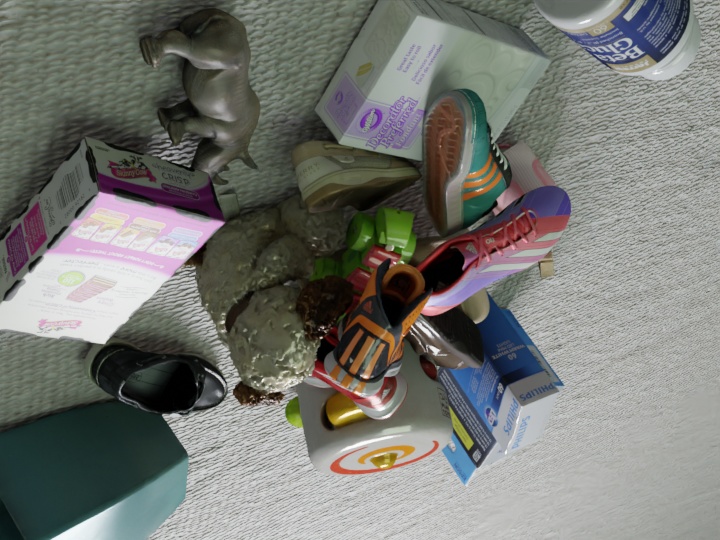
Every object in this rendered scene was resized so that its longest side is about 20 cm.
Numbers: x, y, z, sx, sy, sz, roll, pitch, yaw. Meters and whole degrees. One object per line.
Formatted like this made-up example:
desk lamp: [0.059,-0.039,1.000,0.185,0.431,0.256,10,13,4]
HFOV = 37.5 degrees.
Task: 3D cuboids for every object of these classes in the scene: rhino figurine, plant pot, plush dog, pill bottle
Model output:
rhino figurine: [-0.128,-0.139,0.910,0.086,0.060,0.202,-22,145,-13]
plant pot: [-0.293,0.235,1.150,0.198,0.141,0.143,-24,146,-31]
plush dog: [-0.095,0.036,1.043,0.159,0.173,0.201,6,130,-43]
pill bottle: [0.261,-0.260,1.047,0.198,0.112,0.111,17,121,-49]

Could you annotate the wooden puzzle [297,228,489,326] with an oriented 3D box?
wooden puzzle: [0.040,0.017,1.215,0.196,0.038,0.186,-12,146,9]

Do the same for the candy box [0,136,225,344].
candy box: [-0.233,-0.019,0.930,0.200,0.062,0.135,-41,147,28]

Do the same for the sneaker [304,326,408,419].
sneaker: [-0.041,0.079,1.151,0.079,0.198,0.116,-55,133,-15]

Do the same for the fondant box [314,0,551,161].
fondant box: [0.072,-0.180,1.031,0.198,0.059,0.145,6,129,-43]

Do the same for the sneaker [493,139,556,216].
sneaker: [0.176,-0.094,1.220,0.075,0.105,0.200,-36,175,-2]

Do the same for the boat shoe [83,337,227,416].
boat shoe: [-0.203,0.124,1.140,0.075,0.066,0.199,-58,141,-1]

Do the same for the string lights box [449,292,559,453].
string lights box: [0.160,0.114,1.327,0.058,0.201,0.104,-17,143,-22]

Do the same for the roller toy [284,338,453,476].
roller toy: [0.018,0.169,1.283,0.179,0.142,0.200,-1,154,-25]

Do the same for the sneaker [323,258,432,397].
sneaker: [0.029,0.043,1.026,0.113,0.077,0.200,-59,-178,14]

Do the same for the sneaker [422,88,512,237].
sneaker: [0.109,-0.113,1.036,0.079,0.072,0.201,-24,154,-14]

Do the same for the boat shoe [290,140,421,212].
boat shoe: [-0.002,-0.101,1.049,0.072,0.066,0.199,-31,171,29]

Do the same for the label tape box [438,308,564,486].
label tape box: [0.173,0.175,1.459,0.065,0.144,0.202,-1,133,-37]

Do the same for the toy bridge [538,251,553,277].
toy bridge: [0.123,-0.012,1.221,0.196,0.028,0.068,-5,148,7]

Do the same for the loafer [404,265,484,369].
loafer: [0.074,0.066,1.190,0.070,0.074,0.200,-18,142,23]

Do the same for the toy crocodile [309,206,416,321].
toy crocodile: [0.000,0.000,1.099,0.067,0.063,0.200,20,137,-22]

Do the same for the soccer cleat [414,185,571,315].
soccer cleat: [0.131,-0.023,1.078,0.198,0.067,0.077,-33,162,0]
